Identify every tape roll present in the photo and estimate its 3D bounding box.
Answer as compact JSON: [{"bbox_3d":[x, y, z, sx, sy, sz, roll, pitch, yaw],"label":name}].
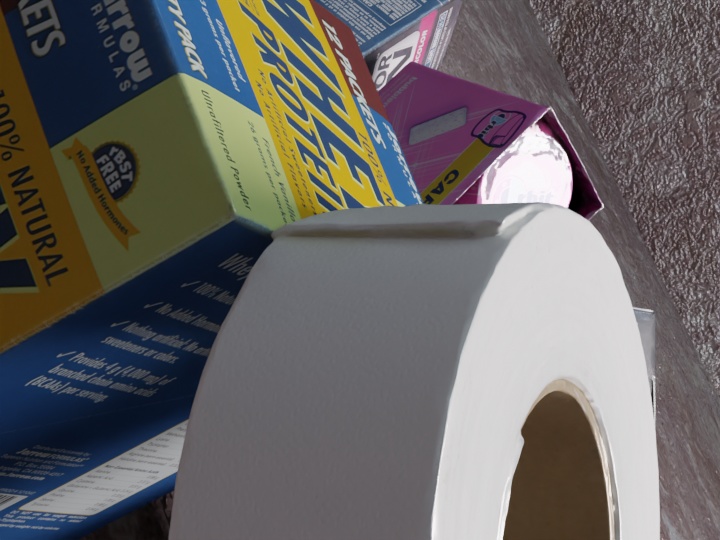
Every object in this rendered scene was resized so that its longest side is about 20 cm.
[{"bbox_3d":[0.025,0.081,0.458,0.202,0.070,0.204,-1,90,-64],"label":"tape roll"}]

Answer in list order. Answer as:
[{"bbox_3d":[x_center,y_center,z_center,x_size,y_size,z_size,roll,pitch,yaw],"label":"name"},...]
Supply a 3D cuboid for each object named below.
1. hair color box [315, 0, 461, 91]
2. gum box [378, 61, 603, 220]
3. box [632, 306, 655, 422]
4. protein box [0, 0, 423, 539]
[{"bbox_3d":[-0.039,-0.085,0.844,0.060,0.100,0.200,40,51,17],"label":"hair color box"},{"bbox_3d":[0.000,0.000,0.768,0.113,0.200,0.066,29,-21,54],"label":"gum box"},{"bbox_3d":[0.041,0.086,0.690,0.199,0.046,0.160,8,79,-35],"label":"box"},{"bbox_3d":[-0.100,-0.008,0.555,0.198,0.199,0.136,25,39,-64],"label":"protein box"}]
